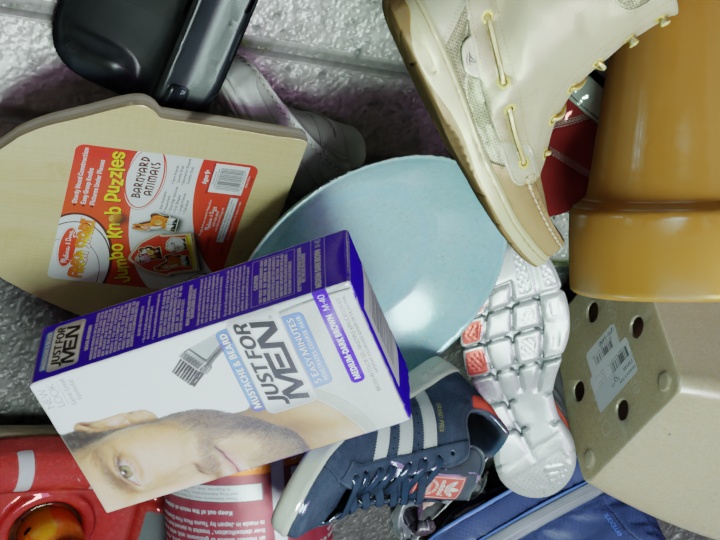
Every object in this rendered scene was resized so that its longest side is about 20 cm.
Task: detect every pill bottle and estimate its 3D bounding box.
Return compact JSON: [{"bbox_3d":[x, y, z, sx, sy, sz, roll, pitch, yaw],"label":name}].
[{"bbox_3d":[-0.074,0.193,1.042,0.113,0.113,0.200,-7,100,-25],"label":"pill bottle"}]

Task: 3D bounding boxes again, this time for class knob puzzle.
[{"bbox_3d":[-0.151,-0.042,0.943,0.219,0.031,0.220,-5,142,-4],"label":"knob puzzle"}]

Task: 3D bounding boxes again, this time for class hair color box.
[{"bbox_3d":[-0.081,0.062,0.926,0.200,0.065,0.109,-18,122,10],"label":"hair color box"}]

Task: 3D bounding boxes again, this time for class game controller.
[{"bbox_3d":[-0.100,-0.187,0.872,0.104,0.042,0.200,26,110,0],"label":"game controller"}]

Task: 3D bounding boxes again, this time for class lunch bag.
[{"bbox_3d":[0.141,0.236,1.256,0.200,0.132,0.136,-26,154,-9],"label":"lunch bag"}]

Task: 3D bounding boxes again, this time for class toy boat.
[{"bbox_3d":[-0.206,0.183,1.025,0.200,0.131,0.131,2,120,-30],"label":"toy boat"}]

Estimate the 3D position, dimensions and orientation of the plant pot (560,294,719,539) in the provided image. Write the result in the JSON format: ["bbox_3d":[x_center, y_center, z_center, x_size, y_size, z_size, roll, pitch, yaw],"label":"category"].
[{"bbox_3d":[0.254,0.072,1.138,0.177,0.200,0.200,7,141,-24],"label":"plant pot"}]

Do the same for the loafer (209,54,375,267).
[{"bbox_3d":[-0.033,-0.073,0.990,0.070,0.070,0.200,-43,138,-6],"label":"loafer"}]

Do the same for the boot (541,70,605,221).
[{"bbox_3d":[0.160,-0.056,1.111,0.200,0.072,0.144,28,113,-40],"label":"boot"}]

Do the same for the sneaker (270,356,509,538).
[{"bbox_3d":[0.027,0.125,0.989,0.200,0.084,0.075,-33,156,-46],"label":"sneaker"}]

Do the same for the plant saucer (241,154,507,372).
[{"bbox_3d":[0.000,0.000,0.998,0.201,0.039,0.201,-18,136,-19],"label":"plant saucer"}]

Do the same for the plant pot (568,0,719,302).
[{"bbox_3d":[0.228,-0.082,0.970,0.200,0.200,0.184,-5,95,-26],"label":"plant pot"}]

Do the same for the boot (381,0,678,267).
[{"bbox_3d":[0.119,-0.110,0.904,0.155,0.073,0.200,-30,119,1],"label":"boot"}]

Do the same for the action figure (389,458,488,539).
[{"bbox_3d":[0.056,0.142,1.172,0.130,0.069,0.200,-58,146,-7],"label":"action figure"}]

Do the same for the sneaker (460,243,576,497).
[{"bbox_3d":[0.112,0.064,1.124,0.077,0.082,0.200,-4,113,3],"label":"sneaker"}]
